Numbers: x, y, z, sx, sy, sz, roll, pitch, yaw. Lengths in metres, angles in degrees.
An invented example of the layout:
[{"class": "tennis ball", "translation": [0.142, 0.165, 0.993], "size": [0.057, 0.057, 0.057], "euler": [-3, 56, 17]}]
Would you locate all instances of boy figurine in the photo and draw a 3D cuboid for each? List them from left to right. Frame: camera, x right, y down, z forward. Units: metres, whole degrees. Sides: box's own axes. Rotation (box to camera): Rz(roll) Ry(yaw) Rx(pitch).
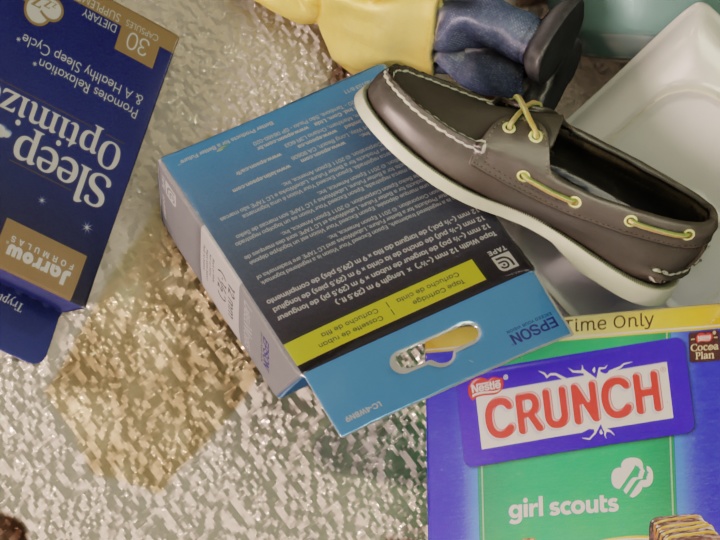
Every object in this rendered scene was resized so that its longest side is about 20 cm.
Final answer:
[{"class": "boy figurine", "translation": [0.022, -0.142, 1.522], "size": [0.200, 0.124, 0.064], "euler": [22, 60, 20]}]

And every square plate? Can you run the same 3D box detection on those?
[{"class": "square plate", "translation": [0.179, -0.011, 1.500], "size": [0.198, 0.200, 0.028], "euler": [47, 26, -3]}]

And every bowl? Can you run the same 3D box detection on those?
[{"class": "bowl", "translation": [0.183, -0.170, 1.541], "size": [0.201, 0.201, 0.105], "euler": [0, 96, -15]}]

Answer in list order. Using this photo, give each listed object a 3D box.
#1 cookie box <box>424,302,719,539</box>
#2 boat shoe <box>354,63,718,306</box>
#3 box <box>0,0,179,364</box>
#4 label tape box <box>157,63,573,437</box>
[{"class": "cookie box", "translation": [0.125, 0.126, 1.461], "size": [0.171, 0.075, 0.200], "euler": [-6, 75, 19]}, {"class": "boat shoe", "translation": [0.094, -0.058, 1.450], "size": [0.201, 0.061, 0.072], "euler": [30, 32, -8]}, {"class": "box", "translation": [-0.181, -0.062, 1.466], "size": [0.121, 0.032, 0.200], "euler": [27, 71, -28]}, {"class": "label tape box", "translation": [0.000, 0.000, 1.463], "size": [0.143, 0.066, 0.200], "euler": [-24, 61, -18]}]
